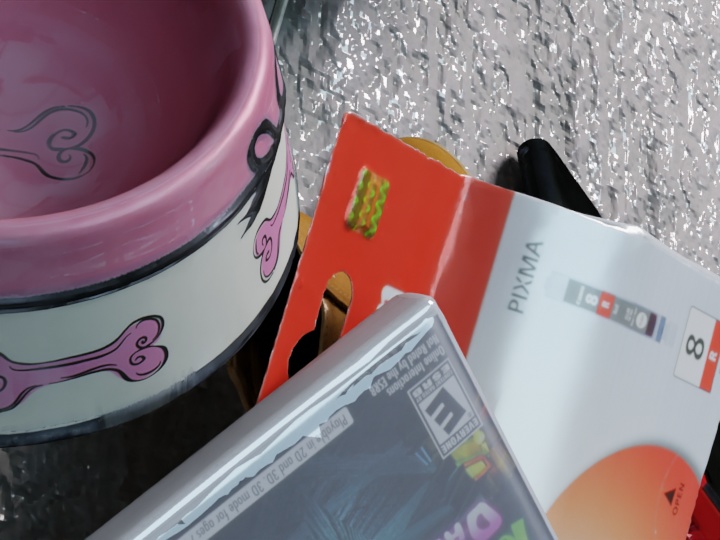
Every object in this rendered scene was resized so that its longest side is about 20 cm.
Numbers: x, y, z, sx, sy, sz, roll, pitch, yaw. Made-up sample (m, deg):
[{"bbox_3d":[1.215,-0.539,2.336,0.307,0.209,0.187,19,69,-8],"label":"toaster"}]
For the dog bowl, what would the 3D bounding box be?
[{"bbox_3d":[-0.112,-0.049,0.671,0.200,0.074,0.200,5,50,-6],"label":"dog bowl"}]

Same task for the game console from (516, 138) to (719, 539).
[{"bbox_3d":[0.121,0.048,0.977,0.177,0.031,0.200,52,14,-22],"label":"game console"}]

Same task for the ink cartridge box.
[{"bbox_3d":[0.048,0.053,0.758,0.200,0.050,0.162,26,78,-51],"label":"ink cartridge box"}]

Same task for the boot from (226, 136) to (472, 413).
[{"bbox_3d":[-0.001,0.001,0.840,0.144,0.071,0.201,40,31,-47],"label":"boot"}]

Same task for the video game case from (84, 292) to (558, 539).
[{"bbox_3d":[-0.013,0.136,0.695,0.200,0.023,0.182,-38,113,-25],"label":"video game case"}]

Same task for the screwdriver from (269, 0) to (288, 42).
[{"bbox_3d":[-0.027,-0.110,0.912,0.029,0.028,0.200,17,61,-15],"label":"screwdriver"}]
